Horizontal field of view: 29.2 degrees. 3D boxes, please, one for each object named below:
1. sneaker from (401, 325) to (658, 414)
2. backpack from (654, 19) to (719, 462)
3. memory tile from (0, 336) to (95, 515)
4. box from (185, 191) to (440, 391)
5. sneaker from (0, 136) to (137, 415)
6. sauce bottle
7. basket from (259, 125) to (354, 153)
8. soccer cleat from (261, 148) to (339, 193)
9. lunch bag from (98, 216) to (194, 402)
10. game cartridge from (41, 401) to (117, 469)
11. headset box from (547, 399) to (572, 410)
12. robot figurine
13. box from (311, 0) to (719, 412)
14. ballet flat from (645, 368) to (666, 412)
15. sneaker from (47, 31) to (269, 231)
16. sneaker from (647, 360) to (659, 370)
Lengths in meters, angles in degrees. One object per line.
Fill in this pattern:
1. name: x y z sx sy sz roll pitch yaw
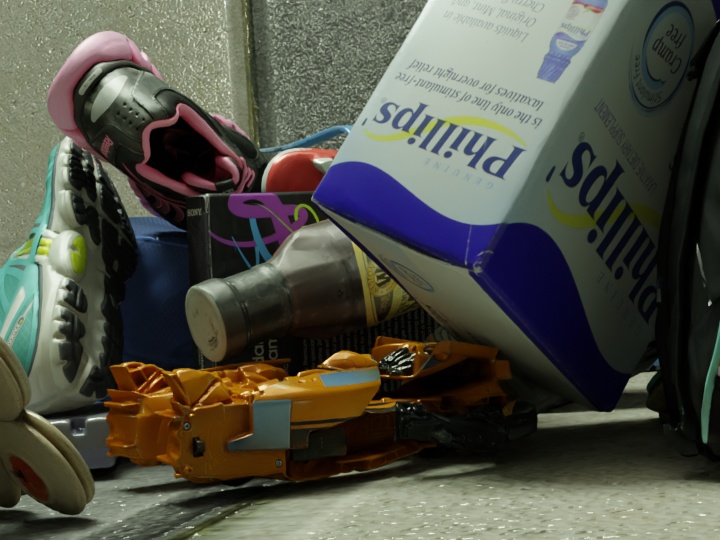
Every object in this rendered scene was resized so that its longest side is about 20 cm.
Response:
1. sneaker: 0.120 0.046 0.778 0.198 0.076 0.088 -28 -33 13
2. backpack: 0.202 -0.024 0.584 0.151 0.203 0.176 0 -1 12
3. memory tile: -0.195 0.020 0.568 0.152 0.202 0.017 -1 34 47
4. box: -0.004 0.025 0.803 0.198 0.145 0.036 -3 1 -32
5. sneaker: -0.179 -0.002 0.786 0.079 0.202 0.078 -17 -48 16
6. sauce bottle: 0.000 0.000 0.744 0.198 0.067 0.066 -23 9 -32
7. basket: -0.035 0.002 1.023 0.138 0.203 0.176 -3 -3 -32
8. soccer cleat: 0.008 -0.031 0.888 0.198 0.070 0.085 17 4 -37
9. lunch bag: -0.119 0.040 0.904 0.198 0.134 0.135 10 6 32
10. game cartridge: -0.229 0.098 0.749 0.197 0.039 0.130 -4 -5 -7
11. headset box: 0.171 -0.014 0.937 0.077 0.202 0.148 34 17 24
12. robot figurine: -0.014 0.065 0.663 0.198 0.059 0.144 -4 1 -30
13. box: 0.101 -0.061 0.673 0.104 0.202 0.184 25 -10 37
14. ballet flat: 0.220 0.035 0.732 0.070 0.071 0.201 -4 -37 -31
15. sneaker: -0.096 -0.060 0.816 0.095 0.080 0.200 33 -1 33
16. sneaker: 0.287 0.046 1.232 0.197 0.080 0.075 -5 -2 19
